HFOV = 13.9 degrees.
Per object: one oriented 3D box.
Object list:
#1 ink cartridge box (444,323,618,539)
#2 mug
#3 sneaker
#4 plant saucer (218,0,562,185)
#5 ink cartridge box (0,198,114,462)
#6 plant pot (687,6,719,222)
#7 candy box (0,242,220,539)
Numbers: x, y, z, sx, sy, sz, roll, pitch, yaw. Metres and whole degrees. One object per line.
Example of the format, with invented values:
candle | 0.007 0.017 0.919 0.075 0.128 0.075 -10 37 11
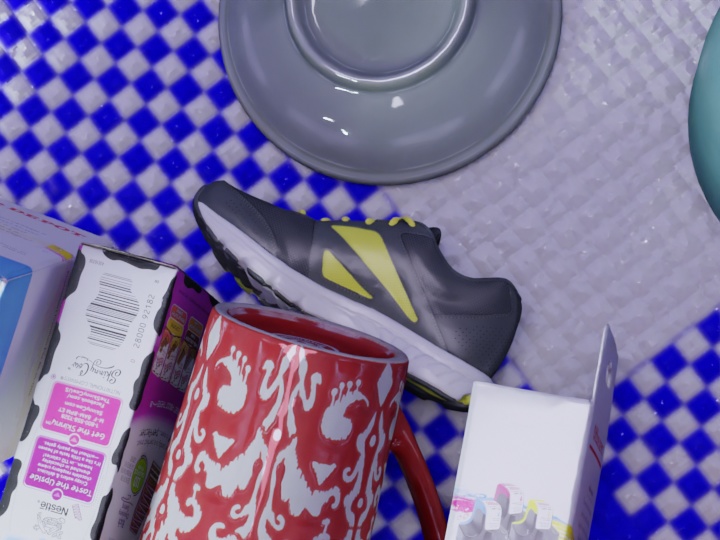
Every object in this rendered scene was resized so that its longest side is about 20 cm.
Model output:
ink cartridge box | 0.087 0.129 1.571 0.068 0.115 0.200 10 80 10
mug | -0.039 0.128 1.574 0.133 0.177 0.200 20 99 36
sneaker | 0.000 0.000 1.639 0.200 0.074 0.085 33 80 4
plant saucer | 0.014 -0.150 1.670 0.200 0.050 0.201 -2 78 8
ink cartridge box | -0.231 0.028 1.607 0.128 0.200 0.125 21 101 12
plant pot | 0.271 -0.098 1.564 0.200 0.161 0.201 -1 80 8
candy box | -0.139 0.098 1.601 0.061 0.136 0.200 14 81 12
